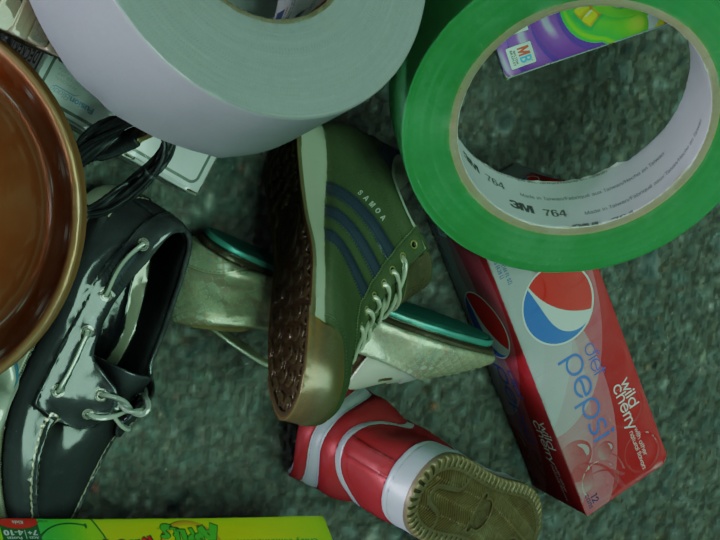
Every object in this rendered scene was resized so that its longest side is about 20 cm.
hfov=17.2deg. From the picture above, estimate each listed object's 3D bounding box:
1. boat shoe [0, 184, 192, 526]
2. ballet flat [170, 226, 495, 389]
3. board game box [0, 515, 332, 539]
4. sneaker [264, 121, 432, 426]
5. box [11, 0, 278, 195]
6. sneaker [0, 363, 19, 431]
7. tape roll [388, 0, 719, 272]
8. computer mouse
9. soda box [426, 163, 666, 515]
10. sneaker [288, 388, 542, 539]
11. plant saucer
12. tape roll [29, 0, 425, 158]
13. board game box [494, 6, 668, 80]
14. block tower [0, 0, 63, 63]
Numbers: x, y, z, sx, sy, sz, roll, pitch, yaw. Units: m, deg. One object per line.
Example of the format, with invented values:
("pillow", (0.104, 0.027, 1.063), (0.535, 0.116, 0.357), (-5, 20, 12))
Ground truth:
("boat shoe", (-0.142, 0.057, 1.273), (0.073, 0.062, 0.201), (14, 93, -58))
("ballet flat", (-0.019, 0.034, 1.348), (0.199, 0.067, 0.063), (21, 98, -20))
("board game box", (-0.119, 0.186, 1.309), (0.199, 0.048, 0.102), (3, 134, -29))
("sneaker", (0.000, 0.000, 1.281), (0.089, 0.201, 0.067), (13, 139, -19))
("box", (-0.096, -0.156, 1.261), (0.116, 0.060, 0.201), (28, 87, -30))
("sneaker", (-0.246, 0.112, 1.232), (0.076, 0.081, 0.201), (26, 90, -32))
("tape roll", (0.116, -0.093, 1.278), (0.199, 0.048, 0.201), (-5, 127, -7))
("computer mouse", (-0.185, -0.040, 1.210), (0.199, 0.034, 0.059), (-16, 98, 11))
("soda box", (0.113, 0.042, 1.416), (0.070, 0.063, 0.201), (-31, 114, -19))
("sneaker", (0.031, 0.126, 1.399), (0.071, 0.112, 0.200), (-58, 150, -7))
("plant saucer", (-0.232, -0.033, 1.183), (0.199, 0.032, 0.202), (1, 95, 7))
("tape roll", (-0.065, -0.160, 1.157), (0.199, 0.066, 0.201), (12, 69, -32))
("board game box", (0.154, -0.197, 1.317), (0.199, 0.105, 0.103), (-19, 111, 3))
("block tower", (-0.130, -0.123, 1.185), (0.199, 0.058, 0.054), (26, 90, -29))
